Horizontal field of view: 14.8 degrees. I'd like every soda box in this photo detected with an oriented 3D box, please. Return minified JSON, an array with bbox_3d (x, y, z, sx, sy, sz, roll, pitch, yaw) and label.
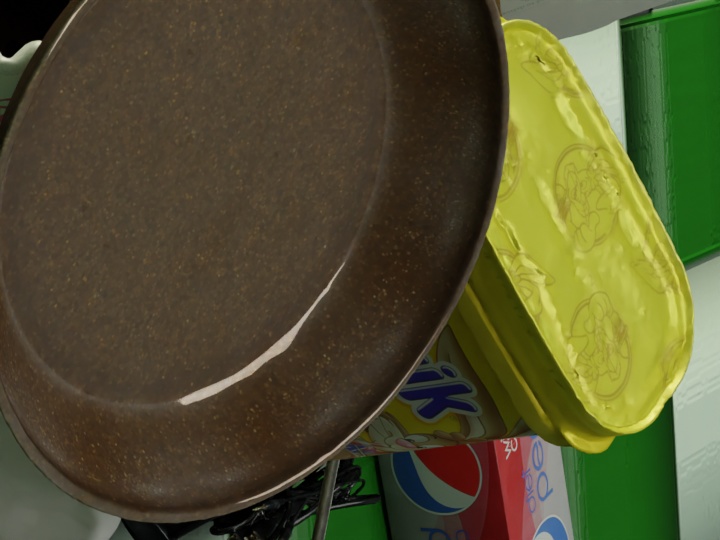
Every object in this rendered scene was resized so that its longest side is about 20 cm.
[{"bbox_3d":[0.054,0.105,1.270,0.070,0.063,0.201,-39,124,-55],"label":"soda box"}]

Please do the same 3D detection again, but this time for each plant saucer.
[{"bbox_3d":[-0.039,-0.025,0.808,0.200,0.037,0.201,-23,126,-35],"label":"plant saucer"}]

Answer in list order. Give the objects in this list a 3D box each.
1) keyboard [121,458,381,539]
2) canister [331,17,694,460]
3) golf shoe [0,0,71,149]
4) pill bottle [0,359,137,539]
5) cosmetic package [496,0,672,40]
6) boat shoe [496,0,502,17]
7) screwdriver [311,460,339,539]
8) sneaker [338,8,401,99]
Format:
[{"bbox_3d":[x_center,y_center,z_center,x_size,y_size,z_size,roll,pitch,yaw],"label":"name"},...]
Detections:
[{"bbox_3d":[-0.053,0.067,1.117,0.200,0.040,0.104,-23,87,-58],"label":"keyboard"},{"bbox_3d":[0.000,0.000,0.995,0.087,0.200,0.149,-51,119,-41],"label":"canister"},{"bbox_3d":[-0.091,-0.106,0.845,0.088,0.077,0.200,110,-13,-56],"label":"golf shoe"},{"bbox_3d":[-0.109,-0.009,0.905,0.112,0.112,0.200,61,31,-42],"label":"pill bottle"},{"bbox_3d":[0.061,-0.200,1.170,0.085,0.107,0.201,15,58,-64],"label":"cosmetic package"},{"bbox_3d":[0.008,-0.136,1.096,0.071,0.064,0.201,0,77,-67],"label":"boat shoe"},{"bbox_3d":[-0.012,0.064,1.124,0.028,0.029,0.200,46,38,-28],"label":"screwdriver"},{"bbox_3d":[-0.025,-0.118,0.928,0.078,0.086,0.200,28,37,-41],"label":"sneaker"}]
